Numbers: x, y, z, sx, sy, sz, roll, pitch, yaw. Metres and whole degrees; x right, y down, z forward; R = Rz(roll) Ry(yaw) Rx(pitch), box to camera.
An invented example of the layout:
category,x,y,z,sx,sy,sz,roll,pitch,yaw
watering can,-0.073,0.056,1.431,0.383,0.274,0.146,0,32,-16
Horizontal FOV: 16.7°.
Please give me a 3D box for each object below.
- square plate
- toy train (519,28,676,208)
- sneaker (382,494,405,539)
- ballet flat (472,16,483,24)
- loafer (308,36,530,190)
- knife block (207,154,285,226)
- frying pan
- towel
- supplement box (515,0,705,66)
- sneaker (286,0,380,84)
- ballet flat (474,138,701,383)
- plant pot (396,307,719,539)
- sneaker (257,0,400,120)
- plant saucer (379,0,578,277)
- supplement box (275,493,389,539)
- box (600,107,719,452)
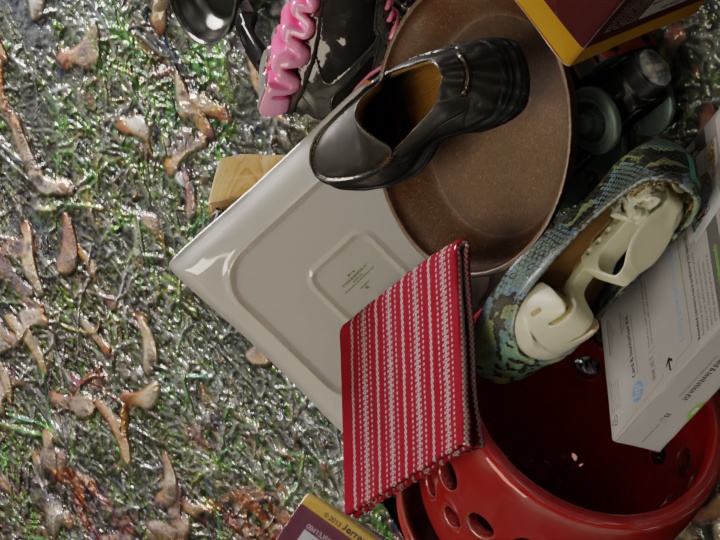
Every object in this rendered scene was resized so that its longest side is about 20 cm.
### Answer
category,x,y,z,sx,sy,sz,roll,pitch,yaw
square plate,0.000,0.000,1.758,0.200,0.028,0.198,-42,109,12
toy train,0.129,-0.111,1.668,0.200,0.085,0.114,-42,74,48
sneaker,0.059,0.125,1.835,0.076,0.111,0.201,11,116,43
ballet flat,0.063,-0.252,1.700,0.062,0.067,0.200,-37,83,21
loafer,0.022,-0.105,1.626,0.200,0.072,0.073,-30,68,46
knife block,-0.087,-0.033,1.865,0.199,0.175,0.064,5,111,46
frying pan,-0.099,-0.219,1.873,0.190,0.031,0.116,32,126,49
towel,0.032,0.076,1.654,0.200,0.022,0.146,142,130,-60
supplement box,0.160,-0.274,1.517,0.198,0.132,0.200,54,138,13
sneaker,0.002,-0.189,1.783,0.112,0.077,0.201,27,138,31
ballet flat,0.144,0.003,1.571,0.074,0.074,0.200,43,105,23
plant pot,0.132,0.138,1.703,0.201,0.200,0.183,48,143,19
sneaker,-0.002,-0.184,1.711,0.095,0.079,0.201,19,124,-9
plant saucer,0.084,-0.096,1.640,0.200,0.037,0.202,5,97,51
supplement box,0.016,0.266,1.874,0.131,0.200,0.103,32,86,32
box,0.220,0.000,1.591,0.200,0.041,0.157,126,151,-44
